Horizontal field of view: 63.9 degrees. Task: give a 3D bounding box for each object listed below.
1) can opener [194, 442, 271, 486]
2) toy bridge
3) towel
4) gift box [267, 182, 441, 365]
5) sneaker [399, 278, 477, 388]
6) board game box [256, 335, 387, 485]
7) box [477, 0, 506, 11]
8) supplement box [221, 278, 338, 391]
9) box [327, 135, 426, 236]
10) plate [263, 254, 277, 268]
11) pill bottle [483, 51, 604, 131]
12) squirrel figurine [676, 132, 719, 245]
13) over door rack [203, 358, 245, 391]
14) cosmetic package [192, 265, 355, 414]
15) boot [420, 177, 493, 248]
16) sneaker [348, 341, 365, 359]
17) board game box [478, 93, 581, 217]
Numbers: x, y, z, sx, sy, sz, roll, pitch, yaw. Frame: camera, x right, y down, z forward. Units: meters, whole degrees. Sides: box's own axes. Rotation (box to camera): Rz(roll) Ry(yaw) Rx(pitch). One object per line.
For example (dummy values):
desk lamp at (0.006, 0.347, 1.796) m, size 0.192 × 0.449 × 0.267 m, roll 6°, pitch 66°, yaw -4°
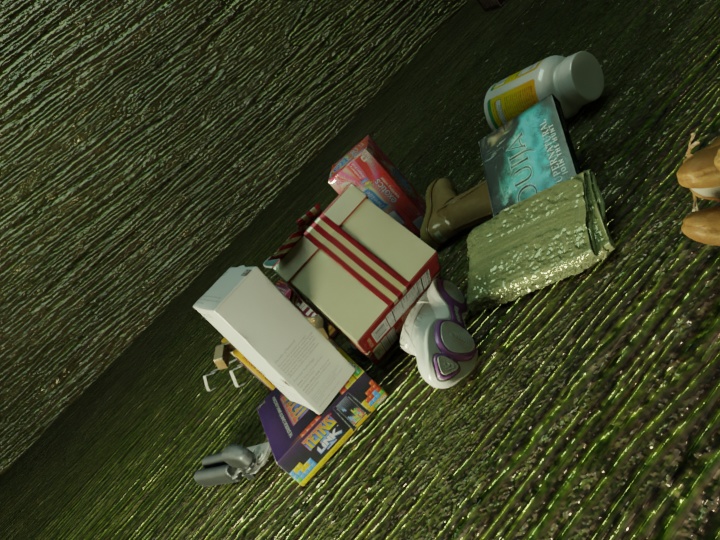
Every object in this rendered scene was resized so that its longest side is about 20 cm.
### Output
can opener at (-0.205, 0.297, 0.902) m, size 0.200 × 0.066 × 0.053 m, roll -32°, pitch 22°, yaw 45°
toy bridge at (-0.142, 0.105, 0.945) m, size 0.199 × 0.027 × 0.067 m, roll -17°, pitch 39°, yaw 8°
towel at (0.219, -0.034, 0.739) m, size 0.199 × 0.036 × 0.149 m, roll -29°, pitch 37°, yaw 37°
gift box at (-0.015, 0.012, 0.818) m, size 0.200 × 0.187 × 0.185 m, roll -45°, pitch -22°, yaw -12°
sneaker at (0.094, 0.093, 0.734) m, size 0.100 × 0.075 × 0.200 m, roll -50°, pitch 10°, yaw 26°
board game box at (-0.065, 0.191, 0.844) m, size 0.165 × 0.057 × 0.200 m, roll -45°, pitch 18°, yaw -8°
box at (0.568, -1.218, 2.418) m, size 0.166 × 0.164 × 0.200 m, roll -42°, pitch 18°, yaw 6°
supplement box at (-0.134, 0.107, 1.055) m, size 0.200 × 0.131 × 0.103 m, roll -48°, pitch 20°, yaw -12°
box at (0.040, -0.147, 1.132) m, size 0.102 × 0.200 × 0.095 m, roll -37°, pitch 21°, yaw 21°
plate at (-0.081, -0.033, 1.063) m, size 0.199 × 0.026 × 0.200 m, roll -15°, pitch 13°, yaw 4°
pill bottle at (0.328, -0.316, 1.041) m, size 0.113 × 0.113 × 0.200 m, roll -51°, pitch 20°, yaw -23°
squirrel figurine at (0.365, -0.079, 0.470) m, size 0.199 × 0.142 × 0.187 m, roll -18°, pitch 17°, yaw 23°
over door rack at (-0.221, 0.156, 1.173) m, size 0.200 × 0.067 × 0.147 m, roll -40°, pitch 12°, yaw -37°
cosmetic package at (-0.114, 0.089, 0.764) m, size 0.081 × 0.200 × 0.113 m, roll -50°, pitch 20°, yaw -20°
boot at (0.202, -0.132, 0.988) m, size 0.199 × 0.066 × 0.176 m, roll -28°, pitch 36°, yaw 40°
sneaker at (-0.010, 0.056, 0.939) m, size 0.074 × 0.079 × 0.201 m, roll -33°, pitch 44°, yaw 22°
board game box at (0.246, -0.145, 0.842) m, size 0.135 × 0.028 × 0.201 m, roll -30°, pitch 49°, yaw 36°
